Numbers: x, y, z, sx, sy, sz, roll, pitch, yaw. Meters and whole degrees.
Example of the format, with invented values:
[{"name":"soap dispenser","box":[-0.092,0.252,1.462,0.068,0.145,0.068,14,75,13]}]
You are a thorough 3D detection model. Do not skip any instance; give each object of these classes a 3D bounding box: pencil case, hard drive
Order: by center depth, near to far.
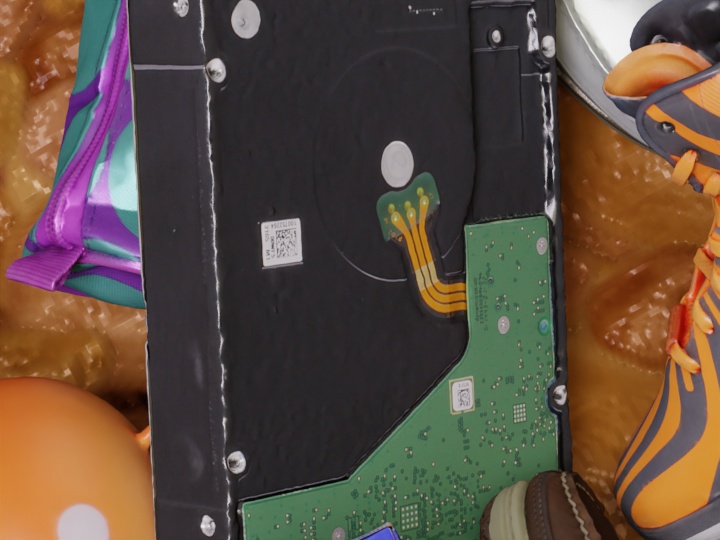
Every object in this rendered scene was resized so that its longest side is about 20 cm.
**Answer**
[{"name":"hard drive","box":[0.000,0.000,0.749,0.139,0.038,0.201,-9,98,-43]},{"name":"pencil case","box":[-0.047,-0.087,0.783,0.085,0.092,0.201,5,86,40]}]

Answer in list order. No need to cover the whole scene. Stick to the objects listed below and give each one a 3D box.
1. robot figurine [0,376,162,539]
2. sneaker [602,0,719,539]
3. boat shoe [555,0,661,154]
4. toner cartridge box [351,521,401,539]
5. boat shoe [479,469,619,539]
[{"name":"robot figurine","box":[-0.134,0.096,0.758,0.199,0.117,0.144,-15,61,0]},{"name":"sneaker","box":[0.105,-0.014,0.747,0.112,0.078,0.200,27,119,-14]},{"name":"boat shoe","box":[0.066,-0.125,0.796,0.075,0.068,0.200,-28,87,-4]},{"name":"toner cartridge box","box":[-0.014,0.127,0.711,0.095,0.200,0.043,-25,71,-1]},{"name":"boat shoe","box":[0.097,0.129,0.702,0.075,0.075,0.203,-31,53,11]}]
